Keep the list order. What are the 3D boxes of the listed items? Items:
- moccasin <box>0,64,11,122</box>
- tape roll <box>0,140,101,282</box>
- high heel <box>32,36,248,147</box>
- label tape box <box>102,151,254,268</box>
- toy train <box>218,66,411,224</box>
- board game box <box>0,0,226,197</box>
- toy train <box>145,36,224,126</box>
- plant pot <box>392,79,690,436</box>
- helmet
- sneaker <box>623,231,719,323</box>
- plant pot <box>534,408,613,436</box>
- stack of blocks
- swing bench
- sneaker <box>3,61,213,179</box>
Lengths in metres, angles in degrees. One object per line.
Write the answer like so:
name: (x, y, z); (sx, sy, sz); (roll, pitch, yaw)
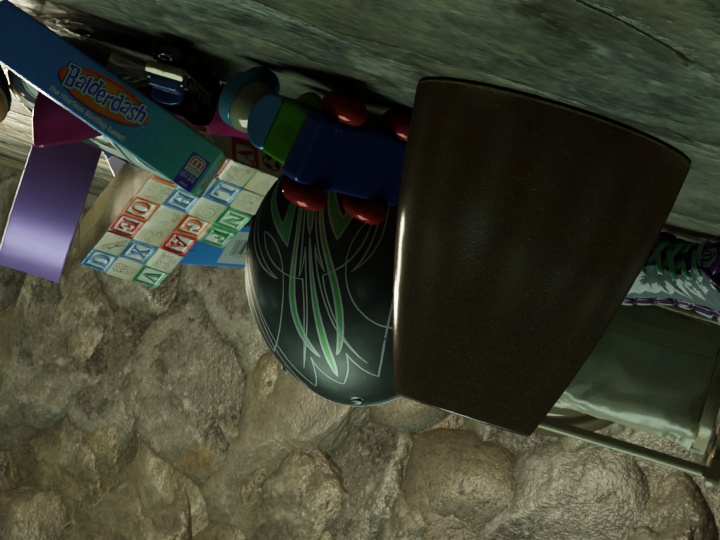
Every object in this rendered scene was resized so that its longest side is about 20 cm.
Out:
moccasin: (-0.340, -0.163, 1.622); (0.078, 0.074, 0.201); (-25, 173, -8)
tape roll: (-0.297, -0.092, 1.907); (0.066, 0.200, 0.200); (17, 177, -9)
high heel: (-0.182, -0.123, 1.649); (0.200, 0.096, 0.067); (19, 177, -23)
label tape box: (-0.179, -0.093, 2.055); (0.144, 0.063, 0.200); (4, -138, -36)
toy train: (-0.008, -0.095, 1.449); (0.116, 0.085, 0.200); (35, -165, 36)
board game box: (-0.198, -0.131, 1.513); (0.200, 0.045, 0.152); (35, 179, -4)
toy train: (-0.137, -0.142, 1.503); (0.034, 0.046, 0.200); (17, 177, 6)
plant pot: (0.097, 0.000, 1.263); (0.187, 0.200, 0.187); (17, 177, 1)
helmet: (0.000, 0.000, 1.552); (0.200, 0.200, 0.191); (17, -157, 17)
sneaker: (0.265, -0.010, 1.620); (0.200, 0.074, 0.088); (13, 156, 6)
plant pot: (0.204, 0.048, 1.912); (0.200, 0.200, 0.175); (17, 163, 8)
stack of blocks: (-0.175, -0.067, 1.866); (0.115, 0.059, 0.200); (20, 134, -29)
swing bench: (0.251, 0.069, 1.724); (0.199, 0.130, 0.200); (17, -154, 13)
sneaker: (-0.222, -0.144, 1.703); (0.200, 0.078, 0.079); (33, 165, -31)
